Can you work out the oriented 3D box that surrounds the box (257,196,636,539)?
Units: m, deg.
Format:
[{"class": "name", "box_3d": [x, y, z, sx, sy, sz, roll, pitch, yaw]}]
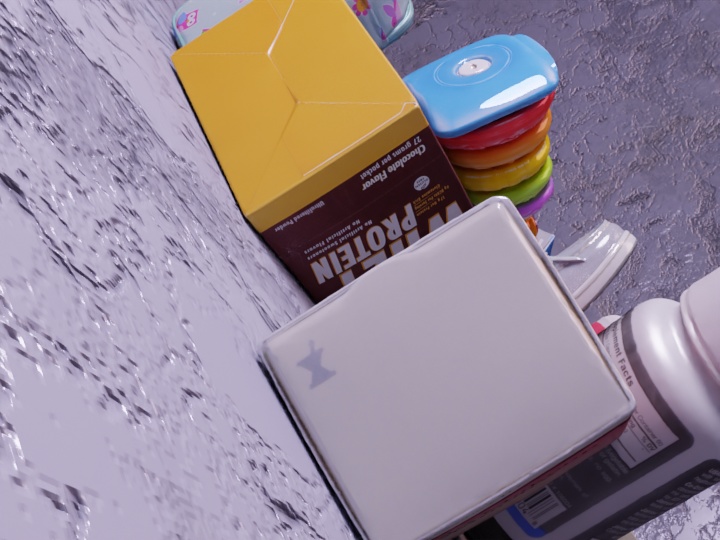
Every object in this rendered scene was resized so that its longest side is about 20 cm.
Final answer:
[{"class": "box", "box_3d": [0.053, 0.063, 0.528, 0.109, 0.128, 0.200, 59, 5, 16]}]

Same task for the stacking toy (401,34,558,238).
[{"class": "stacking toy", "box_3d": [0.116, -0.079, 0.860, 0.116, 0.110, 0.200, -121, -172, -56]}]

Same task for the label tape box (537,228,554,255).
[{"class": "label tape box", "box_3d": [0.083, -0.010, 1.055, 0.200, 0.066, 0.143, 28, -36, 22]}]

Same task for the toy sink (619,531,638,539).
[{"class": "toy sink", "box_3d": [0.239, 0.305, 1.129, 0.200, 0.112, 0.130, 53, 3, 10]}]

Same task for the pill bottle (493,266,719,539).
[{"class": "pill bottle", "box_3d": [0.174, 0.089, 0.653, 0.114, 0.200, 0.114, 34, 33, -26]}]

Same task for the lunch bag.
[{"class": "lunch bag", "box_3d": [-0.058, -0.222, 0.911, 0.077, 0.200, 0.161, 57, 1, -42]}]

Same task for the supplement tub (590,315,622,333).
[{"class": "supplement tub", "box_3d": [0.173, 0.143, 0.895, 0.141, 0.200, 0.140, 57, 3, -5]}]

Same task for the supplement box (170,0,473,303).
[{"class": "supplement box", "box_3d": [-0.015, -0.080, 0.802, 0.200, 0.133, 0.197, 53, 6, -49]}]

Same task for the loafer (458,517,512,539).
[{"class": "loafer", "box_3d": [0.079, 0.142, 0.722, 0.063, 0.072, 0.200, 40, 19, -53]}]

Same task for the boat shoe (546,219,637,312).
[{"class": "boat shoe", "box_3d": [0.081, 0.027, 0.673, 0.065, 0.202, 0.074, 54, 19, 1]}]
